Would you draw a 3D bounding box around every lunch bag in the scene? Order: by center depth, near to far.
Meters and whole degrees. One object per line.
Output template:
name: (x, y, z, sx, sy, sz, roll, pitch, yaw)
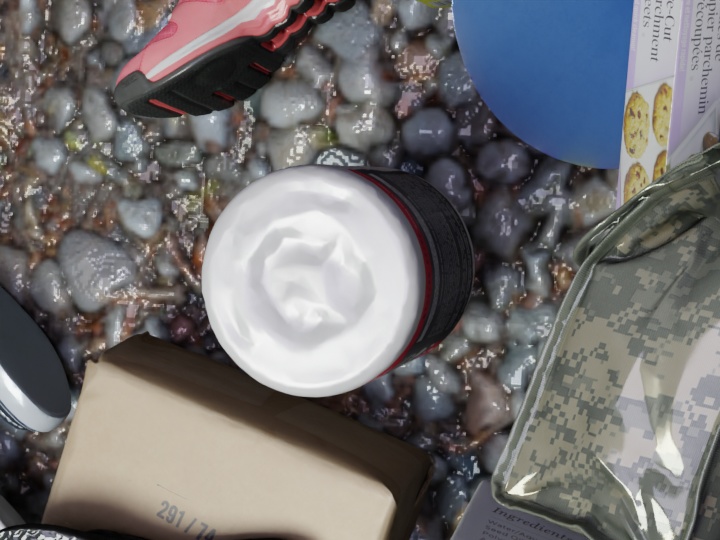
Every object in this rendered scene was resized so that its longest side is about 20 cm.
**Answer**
lunch bag: (0.170, 0.040, 0.714, 0.117, 0.164, 0.201, 24, 95, 34)

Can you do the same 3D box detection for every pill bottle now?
pill bottle: (0.000, 0.000, 0.783, 0.110, 0.200, 0.112, 1, 94, 15)

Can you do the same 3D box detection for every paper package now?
paper package: (-0.082, 0.163, 0.865, 0.199, 0.103, 0.192, 21, 100, 12)

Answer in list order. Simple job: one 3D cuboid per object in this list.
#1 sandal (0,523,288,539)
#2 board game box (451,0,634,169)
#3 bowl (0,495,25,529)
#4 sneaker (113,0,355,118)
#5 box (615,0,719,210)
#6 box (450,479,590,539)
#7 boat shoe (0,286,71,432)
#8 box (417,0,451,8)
sandal: (-0.118, 0.176, 0.805, 0.198, 0.048, 0.076, 3, 94, 2)
board game box: (0.142, -0.157, 0.808, 0.158, 0.039, 0.200, 37, 96, -20)
bowl: (-0.309, 0.186, 0.941, 0.199, 0.075, 0.201, 38, 102, 10)
sneaker: (-0.069, -0.167, 0.870, 0.199, 0.074, 0.087, -35, 71, 10)
box: (0.166, -0.079, 0.788, 0.041, 0.038, 0.202, 28, 121, 53)
box: (0.106, 0.244, 0.710, 0.199, 0.131, 0.200, 21, 114, 11)
boat shoe: (-0.268, 0.042, 0.928, 0.091, 0.071, 0.200, -45, 75, 14)
box: (0.043, -0.253, 0.823, 0.050, 0.075, 0.202, -8, 92, 19)
